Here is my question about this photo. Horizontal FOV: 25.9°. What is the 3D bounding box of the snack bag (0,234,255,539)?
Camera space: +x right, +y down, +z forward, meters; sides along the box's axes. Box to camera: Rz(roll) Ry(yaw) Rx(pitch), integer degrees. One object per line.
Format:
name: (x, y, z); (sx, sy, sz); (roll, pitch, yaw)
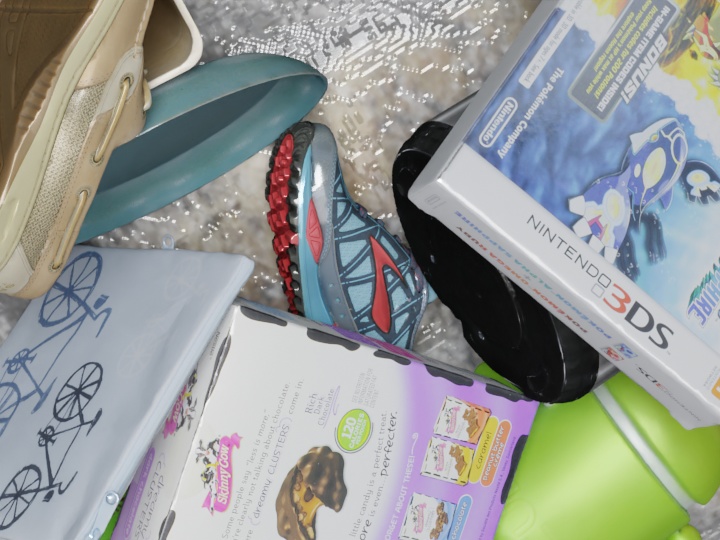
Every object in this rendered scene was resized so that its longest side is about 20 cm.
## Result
snack bag: (-0.150, 0.063, 0.841); (0.021, 0.199, 0.190); (43, 64, -32)

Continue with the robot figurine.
robot figurine: (0.137, 0.126, 0.954); (0.200, 0.116, 0.176); (-39, 110, 7)

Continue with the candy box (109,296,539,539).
candy box: (-0.021, 0.118, 0.870); (0.199, 0.071, 0.169); (19, 91, -27)

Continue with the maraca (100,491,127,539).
maraca: (-0.101, 0.166, 0.937); (0.137, 0.107, 0.200); (-36, 132, 11)

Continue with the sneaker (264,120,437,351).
sneaker: (0.000, 0.000, 0.938); (0.095, 0.079, 0.202); (-16, 115, -11)

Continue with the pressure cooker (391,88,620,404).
pressure cooker: (0.138, -0.047, 0.865); (0.199, 0.176, 0.179); (-31, 71, -16)

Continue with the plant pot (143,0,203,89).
plant pot: (-0.212, -0.167, 0.807); (0.198, 0.177, 0.201); (-27, 108, 2)

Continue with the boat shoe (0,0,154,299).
boat shoe: (-0.133, -0.084, 0.719); (0.064, 0.071, 0.201); (23, 95, -48)

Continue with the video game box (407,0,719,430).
video game box: (0.149, -0.058, 0.750); (0.182, 0.047, 0.201); (38, 74, -11)

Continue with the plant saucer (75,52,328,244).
plant saucer: (-0.110, -0.066, 0.845); (0.199, 0.200, 0.028); (-28, 84, 4)
